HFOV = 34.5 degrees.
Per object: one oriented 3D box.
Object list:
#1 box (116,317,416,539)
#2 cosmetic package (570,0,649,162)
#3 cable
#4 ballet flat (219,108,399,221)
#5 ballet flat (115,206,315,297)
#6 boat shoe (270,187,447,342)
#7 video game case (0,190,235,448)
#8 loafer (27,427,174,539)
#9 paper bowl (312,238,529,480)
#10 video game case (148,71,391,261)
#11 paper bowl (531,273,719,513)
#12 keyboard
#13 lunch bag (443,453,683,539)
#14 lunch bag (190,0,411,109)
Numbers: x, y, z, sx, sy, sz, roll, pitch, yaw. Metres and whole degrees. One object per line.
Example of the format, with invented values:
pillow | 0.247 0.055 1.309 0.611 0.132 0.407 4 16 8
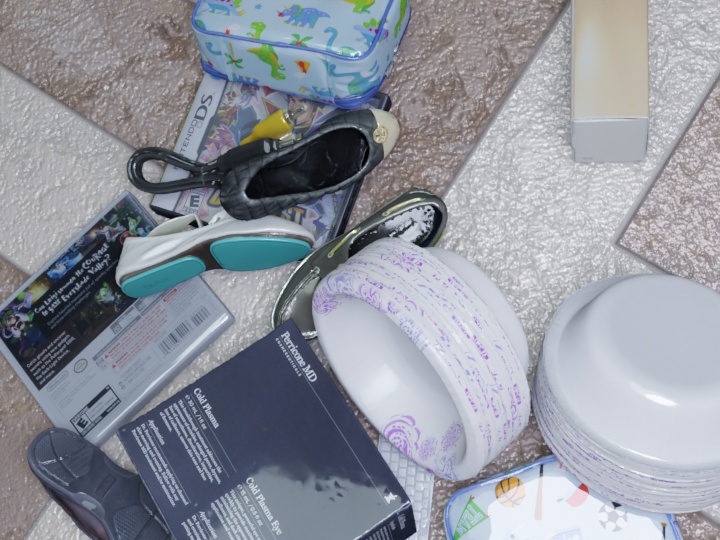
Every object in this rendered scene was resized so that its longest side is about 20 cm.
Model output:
box | -0.078 0.182 1.000 0.181 0.104 0.201 -32 66 -8
cosmetic package | 0.231 -0.212 1.074 0.070 0.105 0.203 0 75 12
cable | -0.130 -0.093 1.132 0.197 0.050 0.099 -12 88 20
ballet flat | -0.040 -0.095 1.069 0.198 0.057 0.067 -29 107 -26
ballet flat | -0.141 -0.029 1.097 0.197 0.069 0.071 -14 71 10
boat shoe | -0.002 -0.002 1.072 0.201 0.060 0.072 -40 99 -2
video game case | -0.249 0.050 1.139 0.200 0.023 0.182 -42 70 -2
loafer | -0.224 0.223 1.068 0.199 0.063 0.072 38 55 11
paper bowl | 0.060 0.064 0.964 0.104 0.202 0.201 -35 67 -25
video game case | -0.090 -0.115 1.153 0.197 0.026 0.183 17 77 17
paper bowl | 0.243 0.084 0.939 0.197 0.105 0.203 1 48 -1
keyboard | 0.033 0.233 1.028 0.055 0.011 0.203 4 74 13
lunch bag | 0.169 0.238 0.965 0.197 0.076 0.163 -19 73 5
lunch bag | -0.054 -0.252 1.145 0.197 0.083 0.162 12 58 14
